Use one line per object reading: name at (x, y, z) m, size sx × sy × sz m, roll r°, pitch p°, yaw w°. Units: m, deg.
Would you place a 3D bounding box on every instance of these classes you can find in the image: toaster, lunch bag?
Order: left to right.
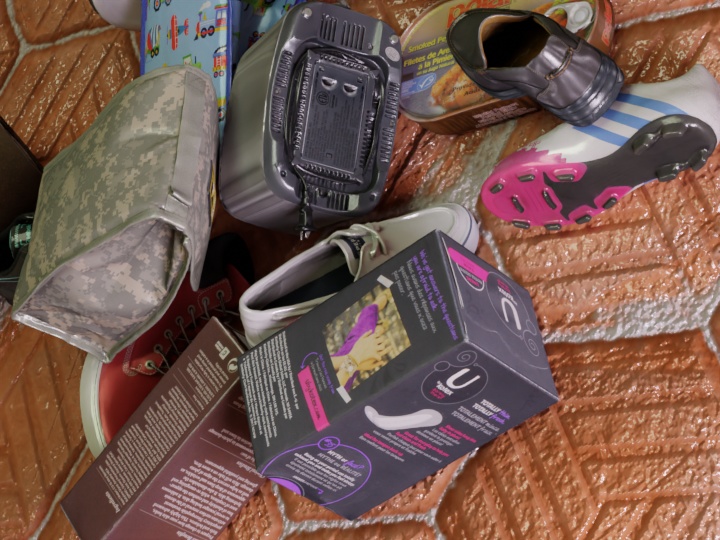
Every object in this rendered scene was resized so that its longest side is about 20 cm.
lunch bag at (-0.178, -0.050, 1.786) m, size 0.200 × 0.117 × 0.165 m, roll -39°, pitch 34°, yaw 42°
lunch bag at (-0.131, -0.164, 1.911) m, size 0.150 × 0.094 × 0.201 m, roll -10°, pitch 66°, yaw 53°
toaster at (-0.044, -0.109, 1.785) m, size 0.129 × 0.113 × 0.201 m, roll -22°, pitch 58°, yaw 62°

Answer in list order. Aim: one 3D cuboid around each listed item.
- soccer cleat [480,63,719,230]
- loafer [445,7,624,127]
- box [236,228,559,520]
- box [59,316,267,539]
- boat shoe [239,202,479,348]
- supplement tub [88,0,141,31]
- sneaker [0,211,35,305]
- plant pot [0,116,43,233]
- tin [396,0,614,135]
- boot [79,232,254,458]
soccer cleat at (0.180, -0.091, 1.637) m, size 0.199 × 0.070 × 0.087 m, roll -18°, pitch 38°, yaw 33°
loafer at (0.116, -0.168, 1.656) m, size 0.073 × 0.072 × 0.200 m, roll -56°, pitch 32°, yaw -5°
box at (0.025, 0.079, 1.633) m, size 0.199 × 0.122 × 0.107 m, roll -32°, pitch 49°, yaw 24°
box at (-0.131, 0.145, 1.753) m, size 0.200 × 0.100 × 0.075 m, roll -51°, pitch 45°, yaw 7°
boat shoe at (0.000, 0.000, 1.692) m, size 0.199 × 0.066 × 0.074 m, roll -33°, pitch 51°, yaw -11°
supplement tub at (-0.202, -0.328, 2.052) m, size 0.122 × 0.122 × 0.201 m, roll -31°, pitch 50°, yaw 25°
sneaker at (-0.259, -0.019, 1.969) m, size 0.199 × 0.079 × 0.076 m, roll -23°, pitch 54°, yaw 30°
plant pot at (-0.388, -0.053, 2.050) m, size 0.200 × 0.187 × 0.187 m, roll -39°, pitch 46°, yaw -1°
tin at (0.110, -0.173, 1.754) m, size 0.199 × 0.042 × 0.113 m, roll -14°, pitch 63°, yaw 36°
boot at (-0.150, 0.065, 1.836) m, size 0.144 × 0.072 × 0.201 m, roll -12°, pitch 57°, yaw 35°
